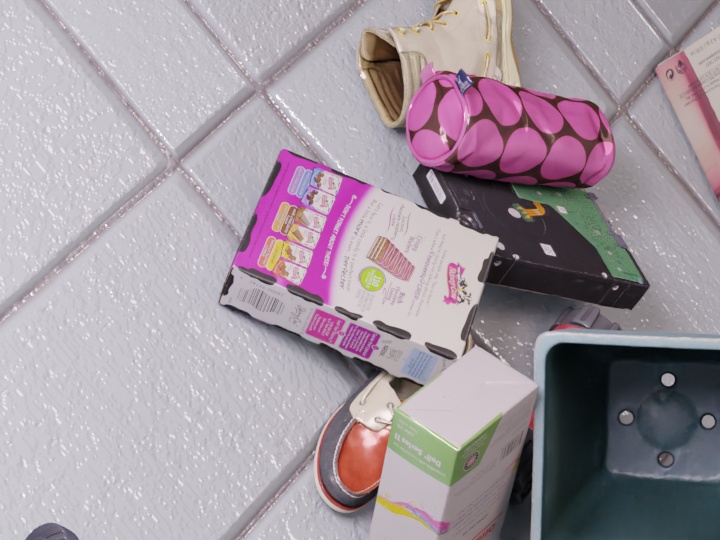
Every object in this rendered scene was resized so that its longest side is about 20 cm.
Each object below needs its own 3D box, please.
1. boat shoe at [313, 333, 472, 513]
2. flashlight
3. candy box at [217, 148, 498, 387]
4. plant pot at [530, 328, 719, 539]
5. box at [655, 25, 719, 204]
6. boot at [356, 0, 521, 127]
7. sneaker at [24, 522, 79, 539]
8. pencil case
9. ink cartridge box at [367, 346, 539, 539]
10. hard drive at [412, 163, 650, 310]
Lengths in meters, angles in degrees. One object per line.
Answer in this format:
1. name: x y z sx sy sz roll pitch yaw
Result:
1. boat shoe: 0.029 0.118 1.650 0.071 0.063 0.200 48 49 -11
2. flashlight: 0.162 0.112 1.756 0.068 0.068 0.200 23 46 23
3. candy box: 0.000 0.000 1.645 0.200 0.061 0.136 23 53 -2
4. plant pot: 0.253 0.139 1.669 0.200 0.196 0.196 -25 116 -77
5. box: 0.416 -0.154 2.057 0.128 0.109 0.200 -17 79 -42
6. boot: 0.065 -0.224 1.841 0.155 0.072 0.200 -2 77 -39
7. sneaker: -0.195 0.278 1.402 0.082 0.070 0.200 15 61 -52
8. pencil case: 0.137 -0.129 1.800 0.200 0.091 0.094 9 53 -41
9. ink cartridge box: 0.069 0.175 1.605 0.067 0.200 0.117 30 41 25
10. hard drive: 0.154 -0.035 1.808 0.200 0.038 0.140 10 39 -34
